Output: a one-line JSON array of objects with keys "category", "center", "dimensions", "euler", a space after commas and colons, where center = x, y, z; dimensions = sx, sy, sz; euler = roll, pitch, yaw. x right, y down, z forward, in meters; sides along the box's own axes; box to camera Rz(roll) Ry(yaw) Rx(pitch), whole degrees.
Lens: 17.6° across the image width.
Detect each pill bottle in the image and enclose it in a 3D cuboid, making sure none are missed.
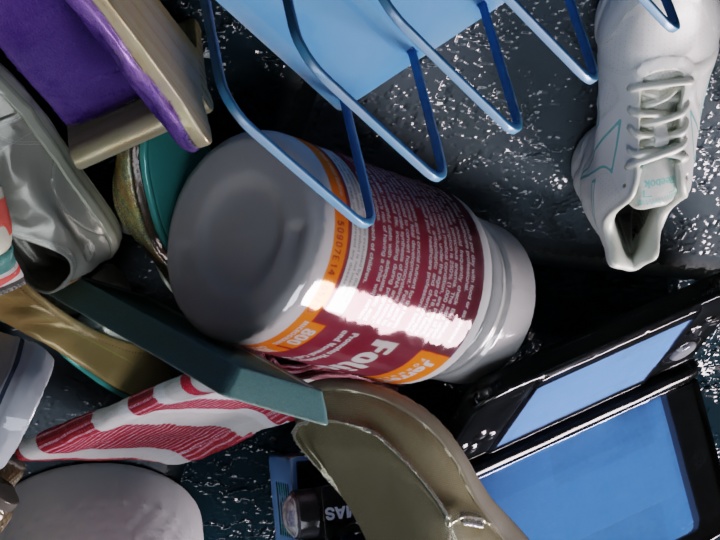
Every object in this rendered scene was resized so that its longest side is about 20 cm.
[{"category": "pill bottle", "center": [0.000, 0.000, 1.279], "dimensions": [0.114, 0.115, 0.200], "euler": [-37, 147, 29]}]

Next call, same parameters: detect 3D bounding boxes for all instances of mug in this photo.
[{"category": "mug", "center": [-0.165, 0.254, 1.511], "dimensions": [0.147, 0.176, 0.200], "euler": [-8, 139, 0]}]

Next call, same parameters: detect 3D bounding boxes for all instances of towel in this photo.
[{"category": "towel", "center": [-0.088, 0.084, 1.378], "dimensions": [0.199, 0.023, 0.144], "euler": [-22, 163, 34]}]

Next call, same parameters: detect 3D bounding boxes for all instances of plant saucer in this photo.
[{"category": "plant saucer", "center": [-0.093, 0.038, 1.234], "dimensions": [0.070, 0.200, 0.019], "euler": [19, 93, -37]}]

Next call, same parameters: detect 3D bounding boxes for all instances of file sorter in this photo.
[{"category": "file sorter", "center": [0.034, -0.135, 1.141], "dimensions": [0.200, 0.123, 0.139], "euler": [-32, 134, 20]}]

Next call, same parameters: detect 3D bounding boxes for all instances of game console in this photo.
[{"category": "game console", "center": [0.150, 0.113, 1.398], "dimensions": [0.199, 0.117, 0.176], "euler": [-22, 160, -25]}]

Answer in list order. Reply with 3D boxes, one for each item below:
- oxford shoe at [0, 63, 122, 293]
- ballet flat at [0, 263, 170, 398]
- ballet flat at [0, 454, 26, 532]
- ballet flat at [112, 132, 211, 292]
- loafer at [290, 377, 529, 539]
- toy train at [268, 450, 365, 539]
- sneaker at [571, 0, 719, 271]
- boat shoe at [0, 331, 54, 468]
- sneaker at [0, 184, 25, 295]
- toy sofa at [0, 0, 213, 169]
[{"category": "oxford shoe", "center": [-0.194, -0.058, 1.219], "dimensions": [0.075, 0.058, 0.200], "euler": [14, 149, 42]}, {"category": "ballet flat", "center": [-0.168, 0.015, 1.328], "dimensions": [0.200, 0.069, 0.063], "euler": [31, 109, -39]}, {"category": "ballet flat", "center": [-0.229, 0.122, 1.354], "dimensions": [0.067, 0.200, 0.046], "euler": [36, 91, -14]}, {"category": "ballet flat", "center": [-0.100, -0.022, 1.303], "dimensions": [0.070, 0.071, 0.200], "euler": [-21, 136, 13]}, {"category": "loafer", "center": [0.033, 0.141, 1.311], "dimensions": [0.200, 0.068, 0.076], "euler": [45, 140, -16]}, {"category": "toy train", "center": [0.040, 0.141, 1.475], "dimensions": [0.199, 0.087, 0.114], "euler": [-6, -178, -18]}, {"category": "sneaker", "center": [0.161, -0.082, 1.266], "dimensions": [0.070, 0.080, 0.201], "euler": [-2, 137, -5]}, {"category": "boat shoe", "center": [-0.222, 0.065, 1.298], "dimensions": [0.067, 0.074, 0.200], "euler": [26, 171, -14]}, {"category": "sneaker", "center": [-0.254, -0.045, 1.206], "dimensions": [0.070, 0.199, 0.094], "euler": [-27, 123, -46]}, {"category": "toy sofa", "center": [-0.152, -0.131, 1.137], "dimensions": [0.083, 0.098, 0.200], "euler": [-22, 138, 14]}]
